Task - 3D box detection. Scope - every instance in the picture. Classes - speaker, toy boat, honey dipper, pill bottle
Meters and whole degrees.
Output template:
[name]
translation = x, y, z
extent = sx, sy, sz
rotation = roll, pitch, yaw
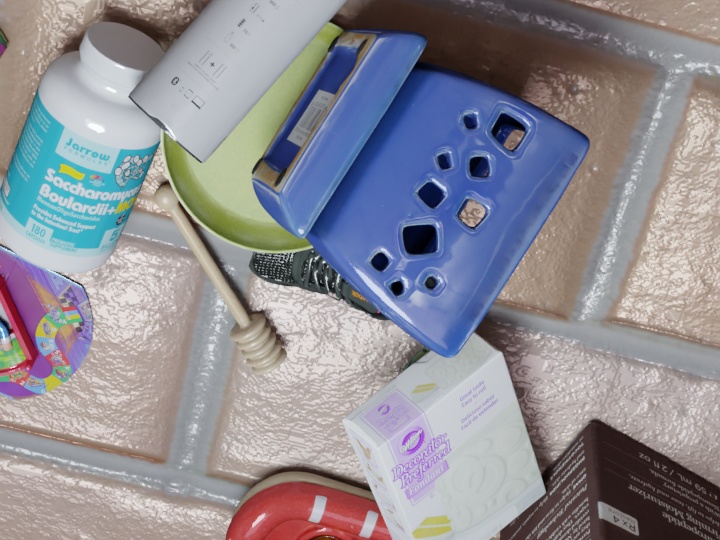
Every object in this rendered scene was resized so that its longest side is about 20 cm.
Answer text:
[speaker]
translation = -0.086, -0.184, 1.228
extent = 0.081, 0.081, 0.200
rotation = 41, 91, -19
[toy boat]
translation = -0.035, 0.286, 1.531
extent = 0.199, 0.131, 0.131
rotation = 17, 122, -6
[honey dipper]
translation = -0.131, 0.008, 1.423
extent = 0.038, 0.038, 0.201
rotation = -23, 115, 18
[pill bottle]
translation = -0.228, -0.104, 1.316
extent = 0.110, 0.111, 0.201
rotation = 22, 121, -9

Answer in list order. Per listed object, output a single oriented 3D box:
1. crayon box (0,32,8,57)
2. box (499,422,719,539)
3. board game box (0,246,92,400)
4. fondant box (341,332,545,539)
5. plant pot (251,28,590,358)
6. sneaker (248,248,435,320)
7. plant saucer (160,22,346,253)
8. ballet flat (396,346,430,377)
[crayon box]
translation = -0.416, -0.224, 1.290
extent = 0.172, 0.058, 0.201
rotation = -21, 118, 16
[box]
translation = 0.238, 0.287, 1.468
extent = 0.165, 0.200, 0.165
rotation = 29, 120, -14
[board game box]
translation = -0.352, 0.052, 1.466
extent = 0.199, 0.039, 0.158
rotation = 27, 120, -11
[fondant box]
translation = 0.080, 0.169, 1.430
extent = 0.144, 0.058, 0.201
rotation = -36, 132, -17
[plant pot]
translation = 0.031, -0.076, 1.223
extent = 0.179, 0.200, 0.201
rotation = 33, 91, -16
[sneaker]
translation = 0.000, 0.000, 1.376
extent = 0.198, 0.087, 0.081
rotation = 5, 121, 3
[plant saucer]
translation = -0.067, -0.115, 1.312
extent = 0.198, 0.031, 0.202
rotation = -3, 106, -10
[ballet flat]
translation = 0.046, 0.147, 1.481
extent = 0.074, 0.074, 0.201
rotation = 2, 118, 4
